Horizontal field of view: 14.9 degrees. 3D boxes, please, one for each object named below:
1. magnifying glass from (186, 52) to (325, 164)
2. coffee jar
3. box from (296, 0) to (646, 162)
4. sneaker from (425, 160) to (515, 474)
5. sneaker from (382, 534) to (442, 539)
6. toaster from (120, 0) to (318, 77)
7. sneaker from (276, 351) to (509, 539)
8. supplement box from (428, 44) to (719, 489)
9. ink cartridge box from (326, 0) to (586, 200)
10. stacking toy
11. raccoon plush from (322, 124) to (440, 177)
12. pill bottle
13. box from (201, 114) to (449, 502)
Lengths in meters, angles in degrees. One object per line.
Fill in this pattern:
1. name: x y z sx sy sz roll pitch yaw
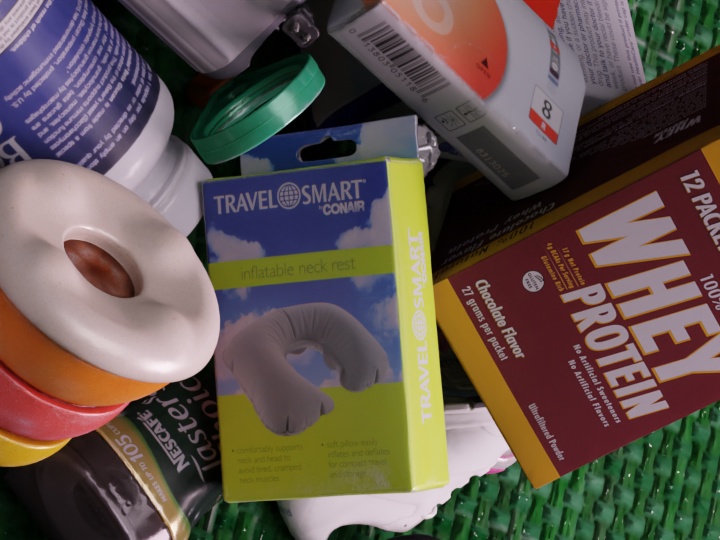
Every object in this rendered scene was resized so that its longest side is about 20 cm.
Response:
1. magnifying glass: -0.068 -0.094 1.528 0.079 0.200 0.022 -37 106 -6
2. coffee jar: -0.103 0.092 1.551 0.200 0.085 0.105 -41 98 -35
3. box: 0.059 -0.172 1.666 0.199 0.105 0.185 8 63 -41
4. sneaker: 0.088 0.027 1.724 0.081 0.088 0.202 1 88 -41
5. sneaker: -0.018 0.244 1.632 0.199 0.078 0.141 -8 103 -30
6. toaster: -0.100 -0.196 1.496 0.114 0.200 0.129 -44 124 13
7. sneaker: 0.035 0.108 1.669 0.199 0.075 0.088 -15 115 -10
8. supplement box: 0.158 -0.008 1.565 0.133 0.196 0.200 59 16 -13
9. ink cartridge box: 0.070 -0.163 1.549 0.162 0.050 0.201 40 49 -29
10. stacking toy: -0.180 0.055 1.435 0.146 0.200 0.147 30 29 -19
11. raccoon plush: 0.000 0.000 1.584 0.096 0.200 0.135 -14 88 -10
12. pill bottle: -0.171 -0.092 1.487 0.200 0.111 0.111 48 59 -29
13. box: -0.020 0.022 1.488 0.048 0.121 0.202 0 85 -61
